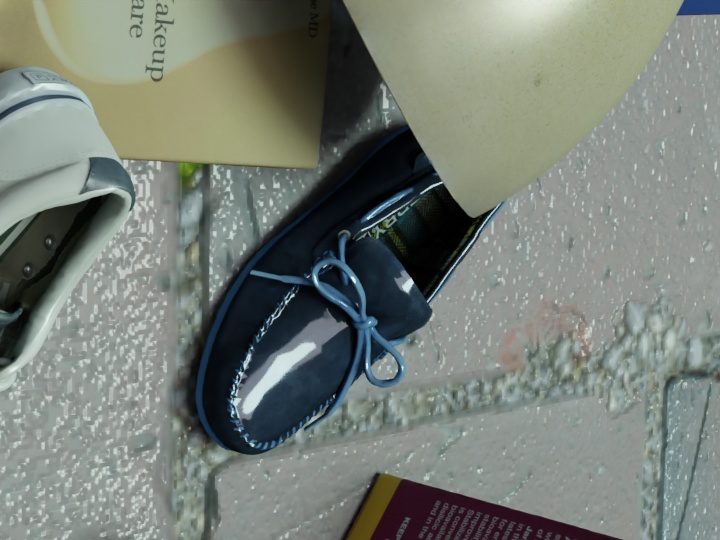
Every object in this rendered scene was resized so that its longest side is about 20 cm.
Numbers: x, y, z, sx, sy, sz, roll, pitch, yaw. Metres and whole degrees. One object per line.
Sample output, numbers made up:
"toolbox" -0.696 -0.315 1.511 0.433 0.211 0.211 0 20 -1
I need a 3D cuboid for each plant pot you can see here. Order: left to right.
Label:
"plant pot" 0.062 -0.141 0.792 0.134 0.200 0.201 -27 122 9

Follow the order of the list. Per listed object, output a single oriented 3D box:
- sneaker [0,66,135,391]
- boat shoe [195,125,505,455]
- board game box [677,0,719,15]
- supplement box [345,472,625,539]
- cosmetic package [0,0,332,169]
"sneaker" -0.157 0.020 0.680 0.073 0.071 0.200 19 114 -50
"boat shoe" 0.000 0.000 0.872 0.084 0.069 0.200 50 64 -35
"board game box" 0.123 -0.185 0.866 0.045 0.200 0.135 -44 123 -33
"supplement box" 0.090 0.184 0.894 0.131 0.200 0.103 42 68 -37
"cosmetic package" -0.108 -0.095 0.756 0.200 0.071 0.106 -1 97 -42
